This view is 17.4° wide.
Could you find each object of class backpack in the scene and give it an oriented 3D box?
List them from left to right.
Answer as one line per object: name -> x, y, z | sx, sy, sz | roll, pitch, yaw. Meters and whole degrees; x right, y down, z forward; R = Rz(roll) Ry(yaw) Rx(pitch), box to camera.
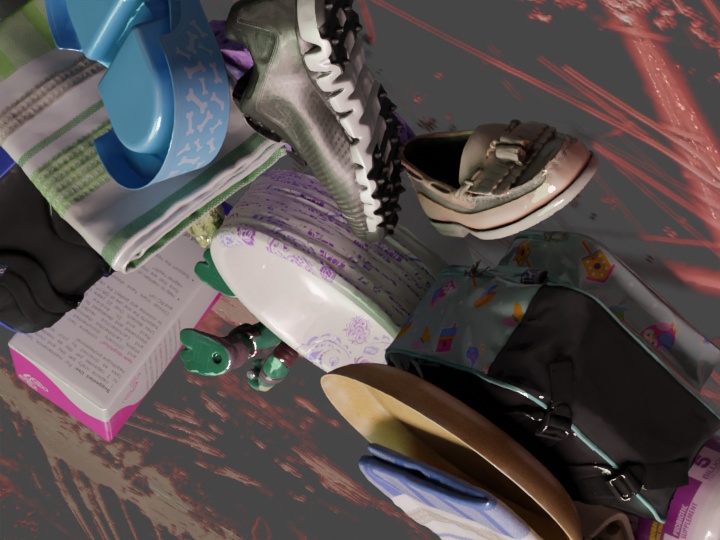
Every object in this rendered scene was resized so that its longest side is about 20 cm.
backpack -> -0.268, -0.062, 1.797 | 0.168, 0.162, 0.200 | 49, -179, 32
backpack -> 0.122, 0.062, 1.536 | 0.176, 0.153, 0.200 | 37, 160, -27

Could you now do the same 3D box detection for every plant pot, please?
plant pot -> 0.063, 0.117, 1.501 | 0.200, 0.028, 0.200 | 34, 166, 10

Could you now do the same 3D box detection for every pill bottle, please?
pill bottle -> 0.198, 0.154, 1.701 | 0.200, 0.112, 0.112 | 22, 158, 36

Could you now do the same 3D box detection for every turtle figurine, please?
turtle figurine -> -0.064, 0.024, 1.850 | 0.101, 0.150, 0.200 | -1, -176, 27

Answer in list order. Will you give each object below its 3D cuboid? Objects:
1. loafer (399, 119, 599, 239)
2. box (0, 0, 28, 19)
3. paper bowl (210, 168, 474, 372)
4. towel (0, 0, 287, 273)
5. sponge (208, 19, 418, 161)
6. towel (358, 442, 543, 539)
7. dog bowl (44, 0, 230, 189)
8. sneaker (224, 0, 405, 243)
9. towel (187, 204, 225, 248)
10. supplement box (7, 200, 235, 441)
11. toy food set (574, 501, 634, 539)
loafer -> 0.076, -0.061, 1.455 | 0.063, 0.072, 0.200 | 47, 163, -12
box -> -0.250, -0.192, 1.746 | 0.160, 0.044, 0.200 | 27, 161, 22
paper bowl -> 0.000, 0.000, 1.682 | 0.201, 0.104, 0.201 | 32, 163, 11
towel -> -0.162, -0.110, 1.548 | 0.200, 0.149, 0.031 | 47, 164, 18
sponge -> -0.054, -0.122, 1.593 | 0.200, 0.030, 0.112 | 12, 150, 51
towel -> 0.096, 0.191, 1.563 | 0.200, 0.024, 0.147 | 46, 163, -34
dog bowl -> -0.140, -0.145, 1.495 | 0.111, 0.050, 0.200 | -51, 53, 46
sneaker -> -0.031, -0.100, 1.473 | 0.090, 0.067, 0.200 | -1, 132, 21
towel -> -0.145, -0.108, 1.676 | 0.149, 0.036, 0.200 | 63, 180, 27
supplement box -> -0.186, 0.024, 1.922 | 0.103, 0.200, 0.101 | 33, 162, 7
toy food set -> 0.127, 0.207, 1.684 | 0.143, 0.060, 0.200 | 25, 151, 32
